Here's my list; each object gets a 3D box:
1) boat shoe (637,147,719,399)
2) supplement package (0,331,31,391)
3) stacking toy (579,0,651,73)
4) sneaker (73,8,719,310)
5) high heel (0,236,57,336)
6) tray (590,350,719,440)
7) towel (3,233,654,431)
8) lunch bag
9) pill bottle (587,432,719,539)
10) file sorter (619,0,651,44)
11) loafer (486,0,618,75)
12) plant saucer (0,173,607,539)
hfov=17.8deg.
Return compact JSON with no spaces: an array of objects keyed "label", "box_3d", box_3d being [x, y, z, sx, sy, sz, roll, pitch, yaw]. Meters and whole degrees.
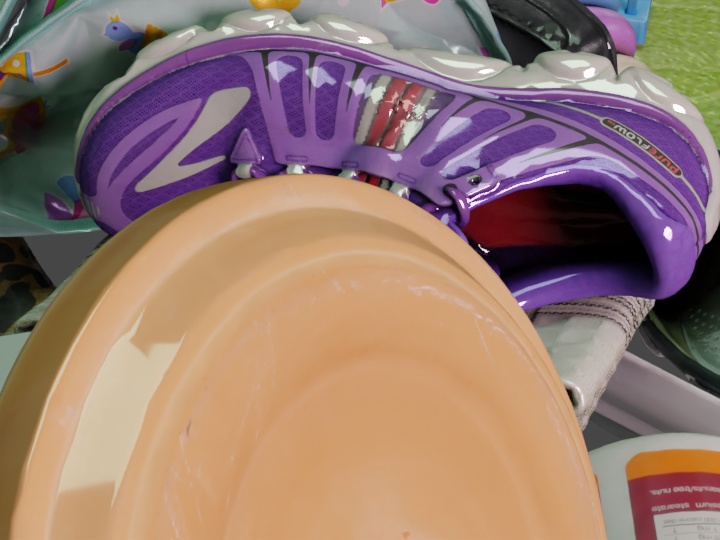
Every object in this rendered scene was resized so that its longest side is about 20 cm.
[{"label":"boat shoe","box_3d":[0.127,-0.004,0.827,0.060,0.076,0.200,24,11,-28]},{"label":"supplement package","box_3d":[-0.073,0.094,0.600,0.200,0.111,0.156,-9,23,40]},{"label":"stacking toy","box_3d":[0.061,-0.153,0.955,0.085,0.085,0.201,-9,78,-17]},{"label":"sneaker","box_3d":[0.008,-0.027,0.690,0.199,0.081,0.084,2,34,10]},{"label":"high heel","box_3d":[-0.079,0.020,0.800,0.199,0.072,0.143,3,41,11]},{"label":"tray","box_3d":[0.132,0.066,0.750,0.200,0.022,0.107,28,-3,38]},{"label":"towel","box_3d":[0.000,0.000,0.743,0.192,0.035,0.200,10,33,19]},{"label":"lunch bag","box_3d":[-0.069,-0.102,0.795,0.200,0.122,0.171,-23,34,7]},{"label":"pill bottle","box_3d":[0.094,0.145,0.618,0.109,0.110,0.200,3,36,-2]},{"label":"file sorter","box_3d":[0.049,-0.205,1.079,0.199,0.123,0.139,10,37,6]},{"label":"loafer","box_3d":[0.007,-0.089,0.886,0.200,0.068,0.070,20,41,35]},{"label":"plant saucer","box_3d":[-0.002,0.078,0.507,0.032,0.201,0.200,-8,22,41]}]
